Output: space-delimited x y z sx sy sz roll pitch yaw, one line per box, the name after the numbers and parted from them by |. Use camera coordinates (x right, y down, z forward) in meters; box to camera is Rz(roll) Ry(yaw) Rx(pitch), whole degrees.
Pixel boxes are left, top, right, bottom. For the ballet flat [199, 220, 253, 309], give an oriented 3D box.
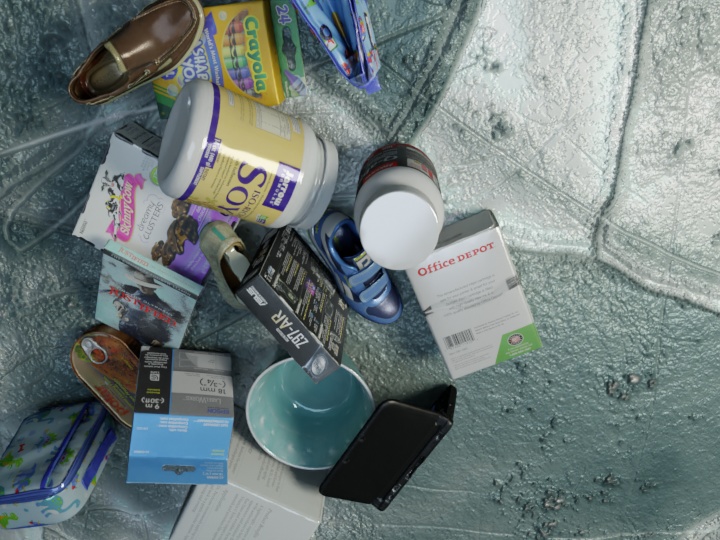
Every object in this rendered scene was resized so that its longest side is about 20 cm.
-0.169 0.010 0.886 0.068 0.062 0.201 -46 150 -15 | ballet flat

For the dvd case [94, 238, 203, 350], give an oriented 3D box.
-0.318 0.048 0.936 0.144 0.022 0.201 28 138 -8 | dvd case

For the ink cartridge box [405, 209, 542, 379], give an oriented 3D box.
0.160 0.035 0.916 0.143 0.085 0.203 -20 110 11 | ink cartridge box

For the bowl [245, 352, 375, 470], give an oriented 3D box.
-0.071 0.195 0.986 0.195 0.105 0.206 1 113 3 | bowl

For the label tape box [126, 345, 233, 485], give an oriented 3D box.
-0.260 0.208 0.930 0.141 0.202 0.064 8 125 -20 | label tape box

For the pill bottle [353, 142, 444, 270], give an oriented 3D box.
0.049 -0.085 0.809 0.113 0.201 0.119 1 113 2 | pill bottle

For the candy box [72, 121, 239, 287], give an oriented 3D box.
-0.279 -0.081 0.899 0.197 0.072 0.169 29 112 -10 | candy box

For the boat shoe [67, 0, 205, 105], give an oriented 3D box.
-0.274 -0.260 0.768 0.200 0.075 0.075 -31 105 21 | boat shoe

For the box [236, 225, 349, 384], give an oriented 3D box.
-0.083 0.034 0.867 0.043 0.201 0.161 -34 109 17 | box

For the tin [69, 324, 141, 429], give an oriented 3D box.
-0.383 0.177 1.033 0.111 0.042 0.202 -32 108 11 | tin

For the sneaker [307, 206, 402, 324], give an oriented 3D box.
0.000 0.000 0.903 0.074 0.082 0.201 -44 110 -17 | sneaker

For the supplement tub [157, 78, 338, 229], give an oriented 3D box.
-0.141 -0.138 0.801 0.196 0.146 0.147 16 116 -31 | supplement tub

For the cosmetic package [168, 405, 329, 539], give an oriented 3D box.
-0.174 0.366 1.031 0.197 0.166 0.167 27 113 -8 | cosmetic package

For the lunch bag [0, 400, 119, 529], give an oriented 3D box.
-0.482 0.299 1.002 0.157 0.201 0.084 -8 120 8 | lunch bag

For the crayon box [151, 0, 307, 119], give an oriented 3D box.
-0.175 -0.276 0.823 0.195 0.052 0.129 -6 113 5 | crayon box

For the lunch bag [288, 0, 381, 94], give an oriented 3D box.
-0.029 -0.303 0.748 0.092 0.151 0.203 -23 110 12 | lunch bag

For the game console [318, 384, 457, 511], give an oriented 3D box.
0.047 0.259 0.979 0.115 0.176 0.202 34 112 1 | game console
